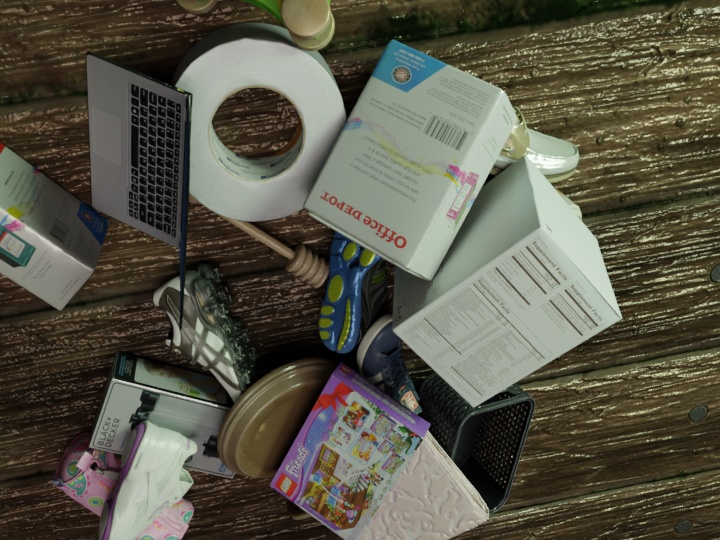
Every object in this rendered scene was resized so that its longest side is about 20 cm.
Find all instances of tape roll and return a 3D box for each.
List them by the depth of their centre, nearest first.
[{"bbox_3d":[-0.113,-0.158,0.858,0.195,0.067,0.204,-5,121,-8],"label":"tape roll"}]

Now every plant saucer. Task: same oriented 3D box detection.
[{"bbox_3d":[-0.094,0.200,1.036,0.197,0.029,0.203,-24,138,-24],"label":"plant saucer"}]

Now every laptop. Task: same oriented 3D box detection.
[{"bbox_3d":[-0.225,-0.081,0.788,0.197,0.116,0.190,24,128,13],"label":"laptop"}]

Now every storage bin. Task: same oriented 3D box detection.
[{"bbox_3d":[0.144,0.240,1.087,0.133,0.094,0.204,-8,120,-31],"label":"storage bin"}]

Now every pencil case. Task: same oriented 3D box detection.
[{"bbox_3d":[-0.319,0.302,1.068,0.087,0.088,0.201,-35,120,10],"label":"pencil case"}]

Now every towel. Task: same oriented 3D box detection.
[{"bbox_3d":[0.039,0.286,1.035,0.199,0.032,0.192,-35,94,28],"label":"towel"}]

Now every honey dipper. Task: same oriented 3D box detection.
[{"bbox_3d":[-0.123,-0.043,0.938,0.198,0.038,0.038,33,110,-23],"label":"honey dipper"}]

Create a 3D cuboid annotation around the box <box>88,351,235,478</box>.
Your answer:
[{"bbox_3d":[-0.242,0.192,1.035,0.196,0.060,0.118,19,114,-19],"label":"box"}]

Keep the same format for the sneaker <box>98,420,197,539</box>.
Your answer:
[{"bbox_3d":[-0.269,0.293,0.996,0.098,0.075,0.203,18,103,-25],"label":"sneaker"}]

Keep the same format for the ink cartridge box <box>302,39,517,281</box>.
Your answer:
[{"bbox_3d":[0.052,-0.112,0.831,0.203,0.143,0.084,-60,157,2],"label":"ink cartridge box"}]

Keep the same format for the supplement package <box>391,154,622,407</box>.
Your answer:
[{"bbox_3d":[0.156,0.014,0.886,0.199,0.153,0.150,-36,115,26],"label":"supplement package"}]

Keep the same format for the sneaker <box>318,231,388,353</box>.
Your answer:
[{"bbox_3d":[0.000,0.000,0.971,0.070,0.082,0.204,20,103,17],"label":"sneaker"}]

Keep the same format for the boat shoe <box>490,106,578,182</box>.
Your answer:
[{"bbox_3d":[0.165,-0.151,0.907,0.195,0.075,0.070,5,124,-12],"label":"boat shoe"}]

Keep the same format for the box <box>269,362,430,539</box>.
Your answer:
[{"bbox_3d":[-0.017,0.234,0.998,0.135,0.039,0.202,33,116,6],"label":"box"}]

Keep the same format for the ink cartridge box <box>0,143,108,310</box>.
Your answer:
[{"bbox_3d":[-0.373,-0.063,0.834,0.067,0.117,0.199,-43,117,16],"label":"ink cartridge box"}]

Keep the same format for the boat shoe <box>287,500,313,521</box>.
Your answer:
[{"bbox_3d":[-0.009,0.319,1.145,0.197,0.072,0.073,-28,120,-2],"label":"boat shoe"}]

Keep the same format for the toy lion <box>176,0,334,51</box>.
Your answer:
[{"bbox_3d":[-0.073,-0.326,0.752,0.196,0.069,0.196,17,93,3],"label":"toy lion"}]

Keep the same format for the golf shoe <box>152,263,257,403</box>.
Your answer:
[{"bbox_3d":[-0.190,0.091,0.986,0.092,0.078,0.204,-15,113,8],"label":"golf shoe"}]

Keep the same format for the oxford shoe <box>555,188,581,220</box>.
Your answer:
[{"bbox_3d":[0.183,-0.037,0.989,0.198,0.059,0.075,-35,150,25],"label":"oxford shoe"}]

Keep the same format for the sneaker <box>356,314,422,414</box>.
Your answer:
[{"bbox_3d":[0.045,0.148,1.029,0.074,0.084,0.203,-32,140,-31],"label":"sneaker"}]
